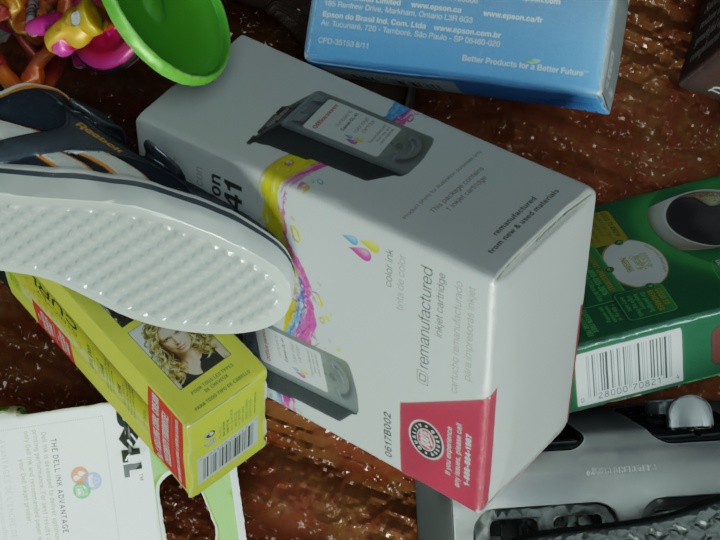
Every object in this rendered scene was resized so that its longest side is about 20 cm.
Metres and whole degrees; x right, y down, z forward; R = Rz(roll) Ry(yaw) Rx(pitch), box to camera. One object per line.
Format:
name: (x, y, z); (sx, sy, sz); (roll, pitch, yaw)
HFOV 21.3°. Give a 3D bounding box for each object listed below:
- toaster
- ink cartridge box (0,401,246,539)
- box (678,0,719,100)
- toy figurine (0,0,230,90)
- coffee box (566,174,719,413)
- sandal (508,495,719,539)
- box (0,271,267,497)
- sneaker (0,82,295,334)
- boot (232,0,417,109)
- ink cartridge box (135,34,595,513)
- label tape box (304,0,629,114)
toaster: (0.120, 0.163, 0.960); (0.180, 0.119, 0.200); (-2, 89, -6)
ink cartridge box: (-0.159, 0.140, 0.950); (0.200, 0.076, 0.148); (-8, 89, -9)
box: (0.296, -0.149, 0.955); (0.200, 0.166, 0.165); (21, 76, -6)
toy figurine: (-0.169, -0.138, 0.911); (0.184, 0.150, 0.200); (-28, 71, 30)
coffee box: (0.176, 0.003, 0.970); (0.200, 0.123, 0.044); (-15, 123, -8)
sandal: (0.156, 0.139, 0.888); (0.200, 0.048, 0.076); (-3, 90, 6)
box: (-0.124, 0.011, 0.913); (0.050, 0.075, 0.200); (-35, 66, -23)
sneaker: (-0.121, -0.035, 0.853); (0.200, 0.079, 0.080); (15, 47, -1)
boot: (-0.059, -0.130, 0.977); (0.200, 0.064, 0.187); (23, 85, -3)
ink cartridge box: (0.000, 0.000, 0.891); (0.200, 0.148, 0.086); (24, 47, 27)
label tape box: (0.062, -0.184, 0.907); (0.143, 0.066, 0.200); (9, 87, 13)
